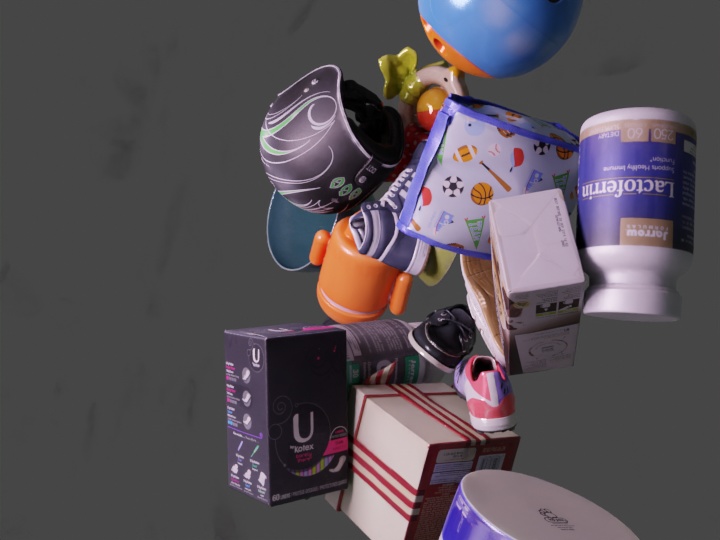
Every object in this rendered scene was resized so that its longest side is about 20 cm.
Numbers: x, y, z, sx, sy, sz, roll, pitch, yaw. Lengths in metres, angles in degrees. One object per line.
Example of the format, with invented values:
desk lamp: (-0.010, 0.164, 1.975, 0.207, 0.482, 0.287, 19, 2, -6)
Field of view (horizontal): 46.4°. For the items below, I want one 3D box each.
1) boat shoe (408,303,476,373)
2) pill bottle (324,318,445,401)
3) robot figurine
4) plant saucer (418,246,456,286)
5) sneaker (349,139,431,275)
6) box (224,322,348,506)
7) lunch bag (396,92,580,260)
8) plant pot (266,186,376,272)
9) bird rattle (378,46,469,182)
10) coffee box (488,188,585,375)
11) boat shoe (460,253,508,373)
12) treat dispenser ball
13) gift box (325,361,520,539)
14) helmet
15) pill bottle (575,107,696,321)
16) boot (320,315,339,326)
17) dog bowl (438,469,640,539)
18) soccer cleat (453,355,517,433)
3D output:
boat shoe: (0.116, 0.078, 1.074, 0.074, 0.199, 0.066, 41, 102, 13)
pill bottle: (0.017, 0.126, 1.162, 0.113, 0.199, 0.114, 7, 98, 52)
robot figurine: (-0.001, -0.001, 1.245, 0.117, 0.143, 0.201, -101, 23, -50)
plant saucer: (0.108, -0.079, 1.181, 0.200, 0.031, 0.202, -166, 90, -78)
sneaker: (0.048, -0.100, 1.145, 0.070, 0.108, 0.202, 132, 150, -65)
box: (-0.091, 0.172, 1.044, 0.106, 0.121, 0.202, 2, 95, 52)
lunch bag: (0.152, -0.107, 0.999, 0.124, 0.199, 0.171, 51, 127, 52)
plant pot: (-0.045, -0.085, 1.395, 0.199, 0.134, 0.202, -19, 64, 46)
bird rattle: (0.091, -0.228, 1.244, 0.162, 0.112, 0.202, 0, 85, 48)
coffee box: (0.188, 0.020, 0.913, 0.200, 0.079, 0.114, 73, -170, -57)
boat shoe: (0.166, 0.039, 1.071, 0.070, 0.070, 0.201, 96, 167, -54)
treat dispenser ball: (0.169, -0.337, 1.024, 0.200, 0.199, 0.203, -23, 63, 57)
gift box: (0.079, 0.233, 1.074, 0.186, 0.183, 0.202, 27, 103, 51)
helmet: (-0.051, -0.179, 1.207, 0.190, 0.199, 0.202, -25, 59, 34)
pill bottle: (0.277, -0.052, 0.849, 0.115, 0.115, 0.202, -8, 77, 60)
boot: (-0.069, 0.148, 1.354, 0.200, 0.066, 0.165, -43, 12, -16)
dog bowl: (0.181, 0.283, 0.846, 0.200, 0.199, 0.079, 33, 108, 58)
soccer cleat: (0.150, 0.129, 1.017, 0.200, 0.068, 0.074, -86, -11, -79)
